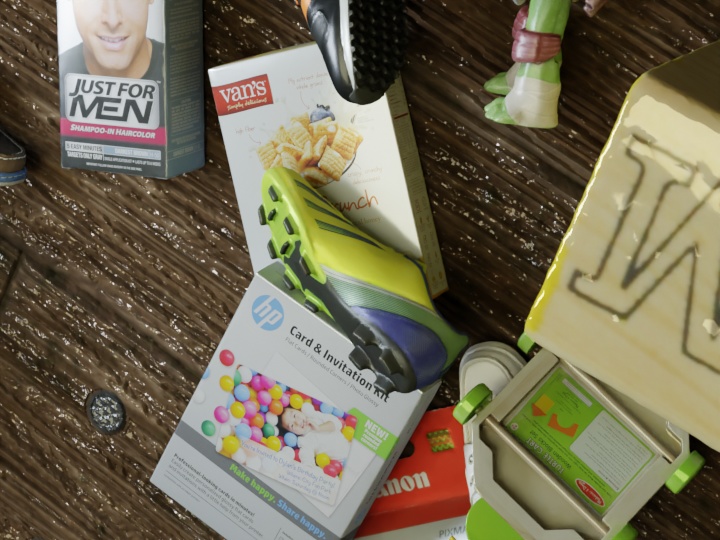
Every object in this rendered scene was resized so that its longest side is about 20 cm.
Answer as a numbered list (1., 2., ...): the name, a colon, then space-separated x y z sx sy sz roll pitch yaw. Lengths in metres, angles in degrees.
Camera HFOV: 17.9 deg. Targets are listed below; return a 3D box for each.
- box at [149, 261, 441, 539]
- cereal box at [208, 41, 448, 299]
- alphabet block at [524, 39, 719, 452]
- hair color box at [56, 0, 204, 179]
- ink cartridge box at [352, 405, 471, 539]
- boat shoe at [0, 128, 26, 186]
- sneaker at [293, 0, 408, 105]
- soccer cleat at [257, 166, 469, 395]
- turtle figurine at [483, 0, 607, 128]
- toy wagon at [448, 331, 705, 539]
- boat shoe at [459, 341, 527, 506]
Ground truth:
1. box: -0.050 0.120 1.702 0.155 0.041 0.201 35 114 13
2. cereal box: -0.025 -0.067 1.687 0.143 0.039 0.202 -10 97 27
3. alphabet block: 0.253 -0.010 1.473 0.199 0.195 0.198 30 112 16
4. hair color box: -0.174 -0.176 1.726 0.098 0.061 0.202 7 105 26
5. ink cartridge box: 0.030 0.217 1.724 0.161 0.050 0.202 -15 98 29
6. boat shoe: -0.341 -0.137 1.815 0.199 0.072 0.073 31 113 17
7. sneaker: -0.025 -0.206 1.622 0.089 0.070 0.202 -17 73 35
8. soccer cleat: 0.000 0.001 1.642 0.201 0.083 0.065 52 154 20
9. turtle figurine: 0.096 -0.206 1.537 0.144 0.198 0.196 38 127 52
10. toy wagon: 0.137 0.134 1.604 0.155 0.040 0.200 43 88 12
11. boat shoe: 0.110 0.153 1.654 0.070 0.069 0.202 -15 95 31
